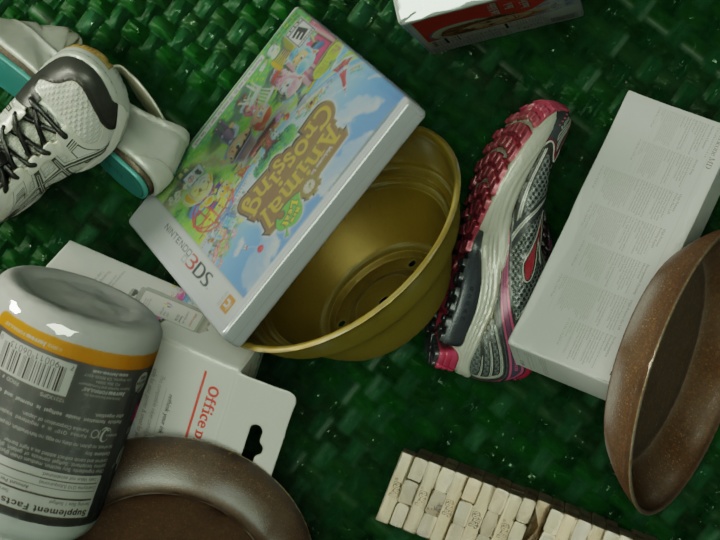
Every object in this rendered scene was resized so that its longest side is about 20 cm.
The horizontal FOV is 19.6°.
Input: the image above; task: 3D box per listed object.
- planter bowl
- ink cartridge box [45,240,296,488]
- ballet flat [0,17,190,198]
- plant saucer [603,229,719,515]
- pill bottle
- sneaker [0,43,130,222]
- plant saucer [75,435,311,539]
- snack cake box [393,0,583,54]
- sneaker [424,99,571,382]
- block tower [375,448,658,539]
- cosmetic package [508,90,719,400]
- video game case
[{"bbox_3d":[0.000,0.000,1.432,0.200,0.201,0.083,-35,126,7],"label":"planter bowl"},{"bbox_3d":[-0.139,0.076,1.462,0.200,0.068,0.117,24,123,7],"label":"ink cartridge box"},{"bbox_3d":[-0.204,-0.132,1.494,0.200,0.069,0.069,39,95,7],"label":"ballet flat"},{"bbox_3d":[0.207,0.061,1.379,0.037,0.200,0.201,20,93,26],"label":"plant saucer"},{"bbox_3d":[-0.213,0.107,1.371,0.116,0.116,0.200,23,103,7],"label":"pill bottle"},{"bbox_3d":[-0.233,-0.077,1.438,0.076,0.088,0.200,48,132,-2],"label":"sneaker"},{"bbox_3d":[-0.133,0.207,1.457,0.200,0.032,0.201,2,118,4],"label":"plant saucer"},{"bbox_3d":[0.084,-0.196,1.381,0.115,0.200,0.067,-13,89,7],"label":"snack cake box"},{"bbox_3d":[0.106,-0.021,1.449,0.075,0.081,0.200,16,99,-11],"label":"sneaker"},{"bbox_3d":[0.115,0.182,1.457,0.200,0.058,0.054,21,93,5],"label":"block tower"},{"bbox_3d":[0.180,-0.015,1.412,0.082,0.051,0.200,22,74,20],"label":"cosmetic package"},{"bbox_3d":[-0.063,-0.069,1.431,0.022,0.182,0.200,35,96,-38],"label":"video game case"}]
